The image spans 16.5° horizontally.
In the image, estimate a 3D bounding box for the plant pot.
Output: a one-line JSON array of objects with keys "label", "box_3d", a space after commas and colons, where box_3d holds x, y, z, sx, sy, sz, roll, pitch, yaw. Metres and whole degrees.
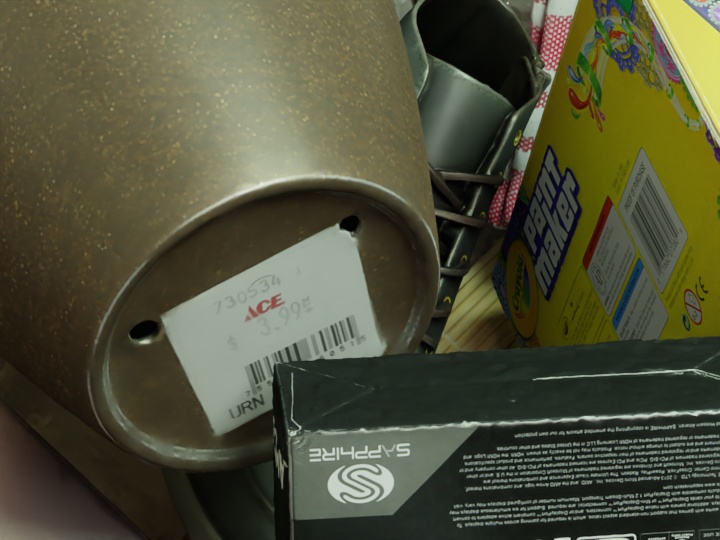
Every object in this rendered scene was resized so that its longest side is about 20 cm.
[{"label": "plant pot", "box_3d": [-0.061, -0.048, 0.656, 0.186, 0.188, 0.200, -9, 44, -26]}]

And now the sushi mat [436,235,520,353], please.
[{"label": "sushi mat", "box_3d": [0.105, 0.001, 0.857, 0.096, 0.012, 0.200, 47, 60, 1]}]

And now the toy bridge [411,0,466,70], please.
[{"label": "toy bridge", "box_3d": [0.049, -0.107, 0.790, 0.067, 0.201, 0.027, -7, 32, -29]}]

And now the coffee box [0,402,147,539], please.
[{"label": "coffee box", "box_3d": [-0.140, 0.078, 0.667, 0.200, 0.080, 0.113, 43, 70, -3]}]

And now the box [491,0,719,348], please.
[{"label": "box", "box_3d": [0.159, -0.022, 0.715, 0.192, 0.200, 0.123, -17, 66, -16]}]

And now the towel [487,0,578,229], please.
[{"label": "towel", "box_3d": [0.118, -0.108, 0.801, 0.146, 0.201, 0.030, -5, 28, -32]}]

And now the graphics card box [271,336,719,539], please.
[{"label": "graphics card box", "box_3d": [0.042, 0.118, 0.613, 0.125, 0.051, 0.201, -4, 111, -4]}]

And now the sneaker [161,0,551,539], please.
[{"label": "sneaker", "box_3d": [0.000, 0.000, 0.720, 0.074, 0.106, 0.201, 26, 39, -20]}]
